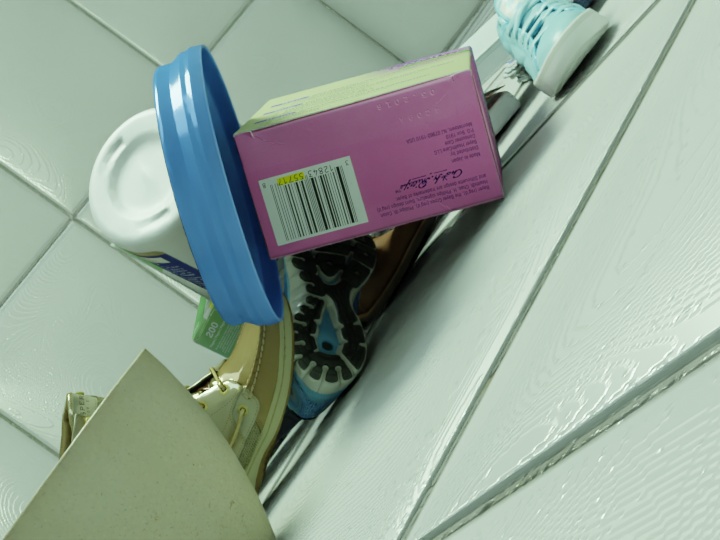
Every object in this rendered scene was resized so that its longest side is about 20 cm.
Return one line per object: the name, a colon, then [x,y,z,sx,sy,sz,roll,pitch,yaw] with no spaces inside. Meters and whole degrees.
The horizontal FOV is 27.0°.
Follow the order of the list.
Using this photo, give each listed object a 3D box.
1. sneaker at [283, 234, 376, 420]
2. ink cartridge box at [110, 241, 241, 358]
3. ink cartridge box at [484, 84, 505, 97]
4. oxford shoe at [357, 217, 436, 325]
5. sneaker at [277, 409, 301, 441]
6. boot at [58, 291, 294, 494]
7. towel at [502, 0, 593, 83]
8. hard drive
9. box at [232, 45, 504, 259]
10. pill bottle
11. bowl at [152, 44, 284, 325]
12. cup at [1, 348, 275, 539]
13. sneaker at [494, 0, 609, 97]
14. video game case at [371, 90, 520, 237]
sneaker: [-0.039,0.035,1.210,0.200,0.078,0.090,-83,13,-46]
ink cartridge box: [-0.136,0.024,1.349,0.048,0.199,0.146,-62,10,12]
ink cartridge box: [0.048,-0.098,1.389,0.199,0.057,0.163,-27,5,0]
oxford shoe: [0.000,0.000,1.299,0.200,0.071,0.071,-47,6,49]
sneaker: [-0.105,0.125,1.277,0.200,0.074,0.082,-54,25,9]
boot: [-0.140,0.100,1.118,0.073,0.155,0.201,-128,53,-68]
towel: [0.206,-0.263,1.415,0.200,0.024,0.147,-54,5,3]
hard drive: [0.137,-0.219,1.342,0.200,0.026,0.132,-42,10,9]
box: [0.012,-0.094,1.139,0.175,0.097,0.200,-15,12,7]
pill bottle: [-0.121,-0.046,1.250,0.120,0.120,0.200,-54,-34,3]
bowl: [-0.099,-0.056,1.048,0.039,0.201,0.201,-16,7,2]
cup: [-0.139,0.171,0.957,0.201,0.143,0.200,-55,4,6]
sneaker: [0.136,-0.187,1.166,0.074,0.082,0.200,-55,4,6]
video game case: [0.071,-0.088,1.423,0.200,0.024,0.182,-49,4,4]
